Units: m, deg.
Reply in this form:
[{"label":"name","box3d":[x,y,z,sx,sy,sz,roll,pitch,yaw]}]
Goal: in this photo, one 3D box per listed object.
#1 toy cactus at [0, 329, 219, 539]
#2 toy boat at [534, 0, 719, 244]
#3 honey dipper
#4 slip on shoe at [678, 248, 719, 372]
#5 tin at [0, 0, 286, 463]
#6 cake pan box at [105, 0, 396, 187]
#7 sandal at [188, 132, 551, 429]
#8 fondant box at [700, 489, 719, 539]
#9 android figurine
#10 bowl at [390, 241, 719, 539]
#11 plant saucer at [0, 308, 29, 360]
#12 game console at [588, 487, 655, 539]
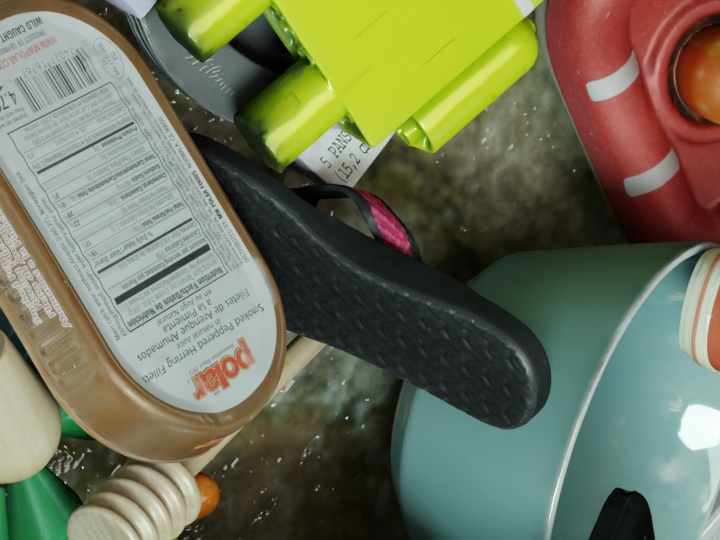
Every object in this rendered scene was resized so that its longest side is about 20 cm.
[{"label":"toy cactus","box3d":[-0.139,0.082,1.200,0.200,0.102,0.166,-45,141,-26]},{"label":"toy boat","box3d":[0.166,-0.088,1.305,0.130,0.131,0.201,-35,120,-15]},{"label":"honey dipper","box3d":[-0.054,0.059,1.224,0.200,0.038,0.038,-46,128,-46]},{"label":"slip on shoe","box3d":[0.204,0.020,1.316,0.200,0.061,0.075,-2,106,-64]},{"label":"tin","box3d":[-0.104,-0.019,1.169,0.112,0.042,0.201,-32,91,-43]},{"label":"cake pan box","box3d":[-0.020,-0.157,1.227,0.184,0.052,0.200,42,84,-30]},{"label":"sandal","box3d":[0.000,0.000,1.228,0.045,0.199,0.075,-46,157,-37]},{"label":"fondant box","box3d":[0.244,0.134,1.465,0.144,0.058,0.200,-48,121,-8]},{"label":"android figurine","box3d":[0.014,-0.138,1.199,0.200,0.041,0.182,-43,121,-10]},{"label":"bowl","box3d":[0.086,0.071,1.303,0.201,0.104,0.202,-39,138,-46]},{"label":"plant saucer","box3d":[-0.179,0.035,1.218,0.070,0.019,0.201,37,85,-33]},{"label":"game console","box3d":[0.051,0.202,1.228,0.201,0.116,0.176,76,33,-48]}]
